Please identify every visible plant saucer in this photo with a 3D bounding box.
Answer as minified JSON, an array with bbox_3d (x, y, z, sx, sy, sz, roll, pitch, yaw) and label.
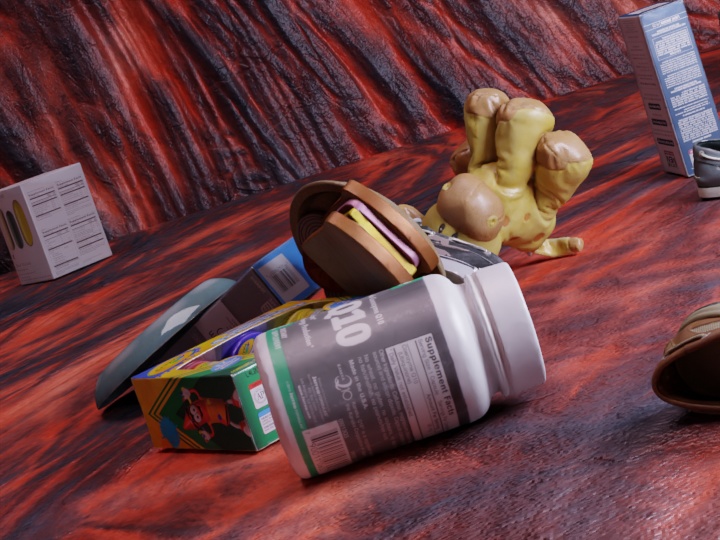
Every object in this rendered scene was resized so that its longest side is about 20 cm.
[{"bbox_3d":[-0.210,0.072,1.653,0.200,0.027,0.200,-42,-2,-1],"label":"plant saucer"}]

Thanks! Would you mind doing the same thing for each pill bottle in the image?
[{"bbox_3d":[0.029,0.071,1.156,0.198,0.114,0.113,-19,9,-1],"label":"pill bottle"}]

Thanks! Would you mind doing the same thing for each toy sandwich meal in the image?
[{"bbox_3d":[0.000,0.000,1.462,0.204,0.206,0.070,-7,34,51],"label":"toy sandwich meal"}]

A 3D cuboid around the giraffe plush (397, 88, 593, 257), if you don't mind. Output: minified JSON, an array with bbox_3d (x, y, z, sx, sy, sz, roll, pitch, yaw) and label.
[{"bbox_3d":[0.125,-0.065,1.600,0.162,0.202,0.172,-31,39,-34],"label":"giraffe plush"}]

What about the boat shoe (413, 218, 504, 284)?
[{"bbox_3d":[0.050,-0.017,1.527,0.198,0.074,0.068,13,43,37],"label":"boat shoe"}]

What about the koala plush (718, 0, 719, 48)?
[{"bbox_3d":[0.705,-0.424,2.588,0.198,0.186,0.177,-6,10,3],"label":"koala plush"}]

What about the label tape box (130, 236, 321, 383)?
[{"bbox_3d":[-0.131,0.060,1.641,0.200,0.063,0.144,-43,-2,26],"label":"label tape box"}]

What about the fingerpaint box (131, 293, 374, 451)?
[{"bbox_3d":[-0.076,0.087,1.393,0.199,0.074,0.166,-25,11,-37],"label":"fingerpaint box"}]

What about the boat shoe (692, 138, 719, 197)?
[{"bbox_3d":[0.437,-0.124,1.634,0.199,0.062,0.073,-11,12,41],"label":"boat shoe"}]

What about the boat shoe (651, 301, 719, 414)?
[{"bbox_3d":[0.261,0.054,0.946,0.074,0.076,0.199,-32,7,-38],"label":"boat shoe"}]

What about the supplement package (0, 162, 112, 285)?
[{"bbox_3d":[-0.635,-0.094,3.192,0.150,0.202,0.151,-25,11,-38],"label":"supplement package"}]

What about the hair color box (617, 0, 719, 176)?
[{"bbox_3d":[0.377,-0.220,1.880,0.060,0.202,0.100,-19,9,-3],"label":"hair color box"}]
